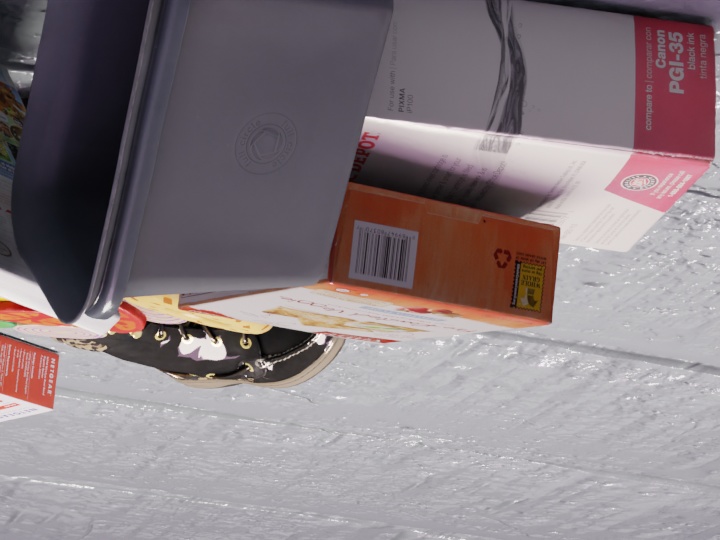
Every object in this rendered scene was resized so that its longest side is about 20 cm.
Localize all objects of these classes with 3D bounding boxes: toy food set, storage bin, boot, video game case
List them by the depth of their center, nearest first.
[{"bbox_3d":[-0.077,-0.083,1.060,0.134,0.200,0.146,3,-154,-28],"label":"storage bin"},{"bbox_3d":[-0.208,-0.061,1.140,0.018,0.200,0.143,-43,141,18],"label":"video game case"},{"bbox_3d":[-0.161,0.012,1.361,0.200,0.049,0.198,8,170,-27],"label":"toy food set"},{"bbox_3d":[-0.118,0.033,1.560,0.150,0.073,0.200,20,160,-40],"label":"boot"}]

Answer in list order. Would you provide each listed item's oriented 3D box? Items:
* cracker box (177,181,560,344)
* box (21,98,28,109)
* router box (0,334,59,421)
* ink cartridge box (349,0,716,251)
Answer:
[{"bbox_3d":[0.000,0.000,1.211,0.134,0.058,0.200,10,171,-26],"label":"cracker box"},{"bbox_3d":[-0.221,-0.049,1.375,0.199,0.050,0.199,1,160,10],"label":"box"},{"bbox_3d":[-0.375,0.083,1.778,0.200,0.049,0.179,-13,155,40],"label":"router box"},{"bbox_3d":[0.071,-0.080,1.174,0.199,0.083,0.147,7,161,-10],"label":"ink cartridge box"}]
